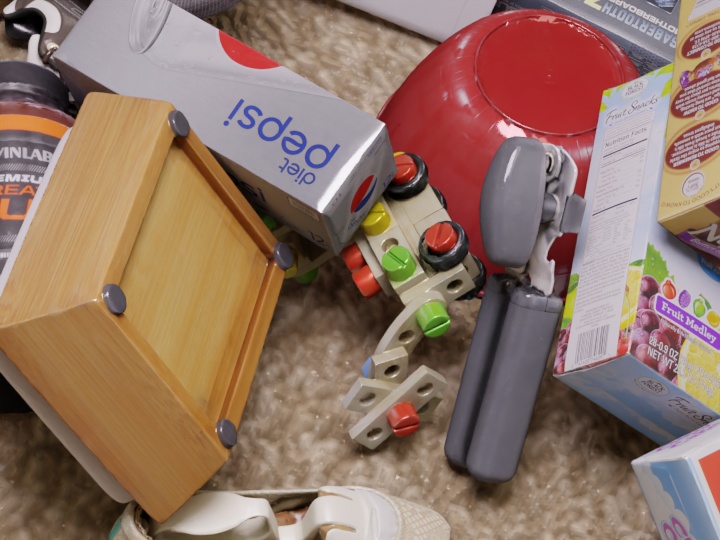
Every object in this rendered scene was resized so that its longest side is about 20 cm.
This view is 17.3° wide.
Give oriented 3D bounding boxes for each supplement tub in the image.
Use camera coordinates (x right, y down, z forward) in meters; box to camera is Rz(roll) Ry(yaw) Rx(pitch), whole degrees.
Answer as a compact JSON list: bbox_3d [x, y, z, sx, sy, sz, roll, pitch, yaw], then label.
[{"bbox_3d":[-0.204,-0.025,1.389,0.106,0.107,0.201,0,56,-10],"label":"supplement tub"}]

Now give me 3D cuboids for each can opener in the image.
[{"bbox_3d":[0.078,0.021,1.362,0.067,0.201,0.053,9,11,-31],"label":"can opener"}]

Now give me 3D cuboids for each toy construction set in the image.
[{"bbox_3d":[0.000,0.000,1.407,0.131,0.092,0.201,-30,64,3],"label":"toy construction set"}]

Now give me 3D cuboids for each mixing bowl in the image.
[{"bbox_3d":[0.109,-0.090,1.492,0.199,0.109,0.201,5,55,-8],"label":"mixing bowl"}]

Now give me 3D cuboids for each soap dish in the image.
[{"bbox_3d":[-0.117,0.014,1.305,0.081,0.158,0.201,-19,35,28],"label":"soap dish"}]

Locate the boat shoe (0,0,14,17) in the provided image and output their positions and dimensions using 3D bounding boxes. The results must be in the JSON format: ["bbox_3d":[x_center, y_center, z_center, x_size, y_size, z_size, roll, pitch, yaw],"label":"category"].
[{"bbox_3d":[-0.214,-0.221,1.544,0.199,0.074,0.069,-28,70,-25],"label":"boat shoe"}]

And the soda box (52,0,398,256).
[{"bbox_3d":[-0.079,-0.092,1.381,0.199,0.064,0.068,31,75,19],"label":"soda box"}]

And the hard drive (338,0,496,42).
[{"bbox_3d":[0.004,-0.232,1.542,0.199,0.132,0.026,21,41,-4],"label":"hard drive"}]

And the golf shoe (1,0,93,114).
[{"bbox_3d":[-0.157,-0.115,1.483,0.094,0.078,0.200,-21,49,-19],"label":"golf shoe"}]

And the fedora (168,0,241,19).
[{"bbox_3d":[-0.121,-0.250,1.473,0.200,0.177,0.090,44,16,7],"label":"fedora"}]

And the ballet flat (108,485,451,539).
[{"bbox_3d":[-0.040,0.150,1.325,0.199,0.062,0.068,-3,56,-12],"label":"ballet flat"}]

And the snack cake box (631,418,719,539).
[{"bbox_3d":[0.243,0.174,1.305,0.115,0.067,0.201,-22,91,-23],"label":"snack cake box"}]

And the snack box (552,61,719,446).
[{"bbox_3d":[0.206,0.005,1.406,0.168,0.068,0.201,32,55,-32],"label":"snack box"}]

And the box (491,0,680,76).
[{"bbox_3d":[0.195,-0.198,1.617,0.199,0.051,0.158,27,55,7],"label":"box"}]

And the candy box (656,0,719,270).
[{"bbox_3d":[0.236,-0.090,1.382,0.116,0.056,0.201,34,50,-32],"label":"candy box"}]
